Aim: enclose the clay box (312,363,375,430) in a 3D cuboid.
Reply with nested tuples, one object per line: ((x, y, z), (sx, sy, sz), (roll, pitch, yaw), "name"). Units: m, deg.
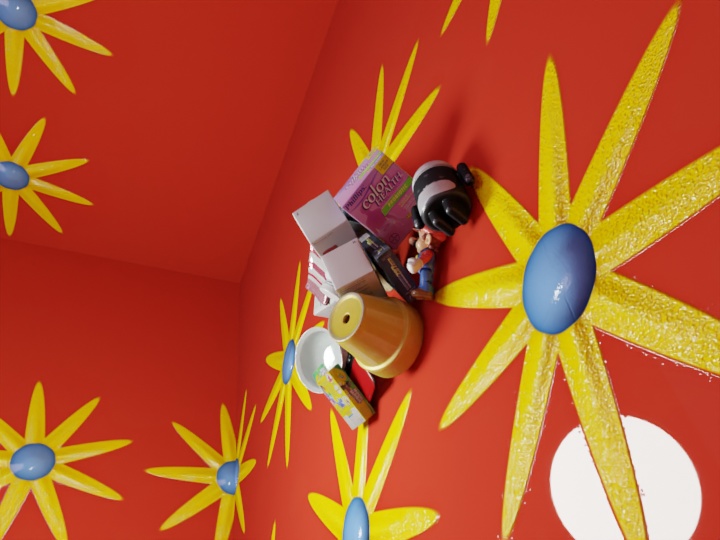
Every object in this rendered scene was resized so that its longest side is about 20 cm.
((-0.051, 0.352, 1.757), (0.201, 0.047, 0.115), (52, 147, 9), "clay box")

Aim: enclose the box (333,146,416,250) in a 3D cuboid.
((0.064, -0.189, 1.623), (0.176, 0.199, 0.097), (-50, 25, 7), "box")

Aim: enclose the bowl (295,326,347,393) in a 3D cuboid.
((-0.103, 0.275, 1.902), (0.200, 0.090, 0.203), (-4, 84, 39), "bowl")

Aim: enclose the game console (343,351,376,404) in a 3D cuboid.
((0.018, 0.281, 1.769), (0.173, 0.118, 0.201), (-55, -14, -37), "game console")

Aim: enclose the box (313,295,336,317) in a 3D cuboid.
((-0.055, 0.041, 1.999), (0.199, 0.129, 0.202), (143, 134, -61), "box")

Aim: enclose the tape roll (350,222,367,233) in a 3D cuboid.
((-0.058, -0.141, 2.007), (0.200, 0.198, 0.067), (-156, 78, -70), "tape roll")

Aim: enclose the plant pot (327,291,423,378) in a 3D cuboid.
((0.026, 0.147, 1.541), (0.200, 0.188, 0.202), (-28, 49, 37), "plant pot")

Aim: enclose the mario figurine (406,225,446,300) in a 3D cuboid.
((0.147, -0.030, 1.522), (0.123, 0.105, 0.202), (161, 117, -70), "mario figurine")

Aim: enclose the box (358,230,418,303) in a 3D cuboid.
((0.072, -0.012, 1.621), (0.051, 0.158, 0.200), (-38, 23, -2), "box")

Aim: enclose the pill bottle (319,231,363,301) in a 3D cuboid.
((-0.037, -0.009, 1.829), (0.201, 0.108, 0.109), (-59, 16, -13), "pill bottle")

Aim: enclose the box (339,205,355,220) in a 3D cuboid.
((0.041, -0.174, 1.806), (0.200, 0.162, 0.087), (-162, 84, -71), "box")

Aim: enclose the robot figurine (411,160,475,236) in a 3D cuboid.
((0.193, -0.173, 1.453), (0.201, 0.149, 0.126), (-102, 1, -47), "robot figurine")

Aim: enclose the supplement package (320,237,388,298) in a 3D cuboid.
((-0.010, 0.024, 1.611), (0.114, 0.109, 0.200), (64, -178, 30), "supplement package")

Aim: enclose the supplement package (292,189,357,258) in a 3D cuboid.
((-0.084, -0.103, 1.709), (0.120, 0.121, 0.200), (57, 180, 29), "supplement package")

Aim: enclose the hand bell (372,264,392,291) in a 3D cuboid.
((0.000, 0.000, 1.749), (0.104, 0.198, 0.105), (-20, 68, 60), "hand bell")

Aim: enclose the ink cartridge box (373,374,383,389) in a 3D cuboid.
((0.052, 0.206, 1.737), (0.201, 0.057, 0.163), (-63, 25, 26), "ink cartridge box")

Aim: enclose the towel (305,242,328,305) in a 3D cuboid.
((-0.129, -0.009, 1.920), (0.144, 0.023, 0.202), (36, 125, 54), "towel")
